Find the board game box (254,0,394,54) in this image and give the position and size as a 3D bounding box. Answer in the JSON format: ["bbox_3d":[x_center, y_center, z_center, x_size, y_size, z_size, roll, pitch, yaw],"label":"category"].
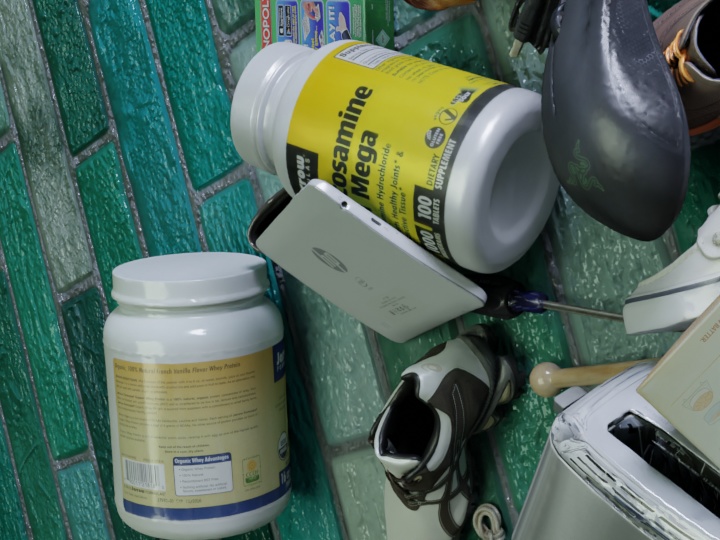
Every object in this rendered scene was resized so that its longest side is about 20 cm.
[{"bbox_3d":[-0.029,-0.216,1.062,0.134,0.029,0.203,14,110,51],"label":"board game box"}]

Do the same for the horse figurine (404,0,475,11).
[{"bbox_3d":[0.062,-0.215,0.891,0.200,0.049,0.134,-43,61,57],"label":"horse figurine"}]

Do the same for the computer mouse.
[{"bbox_3d":[0.119,-0.105,0.796,0.139,0.052,0.202,114,149,-54],"label":"computer mouse"}]

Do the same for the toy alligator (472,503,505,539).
[{"bbox_3d":[0.118,0.228,0.956,0.200,0.054,0.060,46,131,36],"label":"toy alligator"}]

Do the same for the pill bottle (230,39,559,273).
[{"bbox_3d":[0.018,-0.079,0.933,0.199,0.112,0.114,21,115,33],"label":"pill bottle"}]

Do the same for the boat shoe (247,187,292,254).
[{"bbox_3d":[-0.011,-0.049,1.055,0.199,0.057,0.068,-29,74,51],"label":"boat shoe"}]

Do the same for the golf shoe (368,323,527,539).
[{"bbox_3d":[0.036,0.125,1.007,0.078,0.094,0.202,43,131,36],"label":"golf shoe"}]

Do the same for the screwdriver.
[{"bbox_3d":[0.127,0.022,0.924,0.199,0.029,0.028,7,104,48],"label":"screwdriver"}]

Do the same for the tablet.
[{"bbox_3d":[0.000,0.000,0.972,0.129,0.014,0.200,34,164,-6],"label":"tablet"}]

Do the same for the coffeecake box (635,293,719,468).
[{"bbox_3d":[0.252,0.064,0.677,0.200,0.073,0.154,43,133,10],"label":"coffeecake box"}]

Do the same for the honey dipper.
[{"bbox_3d":[0.169,0.058,0.872,0.199,0.038,0.038,-14,88,57],"label":"honey dipper"}]

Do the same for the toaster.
[{"bbox_3d":[0.175,0.145,0.796,0.200,0.113,0.130,40,142,34],"label":"toaster"}]

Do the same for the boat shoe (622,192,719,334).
[{"bbox_3d":[0.211,-0.019,0.766,0.199,0.071,0.066,-29,71,50],"label":"boat shoe"}]

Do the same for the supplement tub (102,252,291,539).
[{"bbox_3d":[-0.128,0.095,1.170,0.144,0.143,0.203,11,107,50],"label":"supplement tub"}]

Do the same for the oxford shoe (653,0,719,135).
[{"bbox_3d":[0.180,-0.117,0.779,0.199,0.072,0.072,-28,77,52],"label":"oxford shoe"}]
